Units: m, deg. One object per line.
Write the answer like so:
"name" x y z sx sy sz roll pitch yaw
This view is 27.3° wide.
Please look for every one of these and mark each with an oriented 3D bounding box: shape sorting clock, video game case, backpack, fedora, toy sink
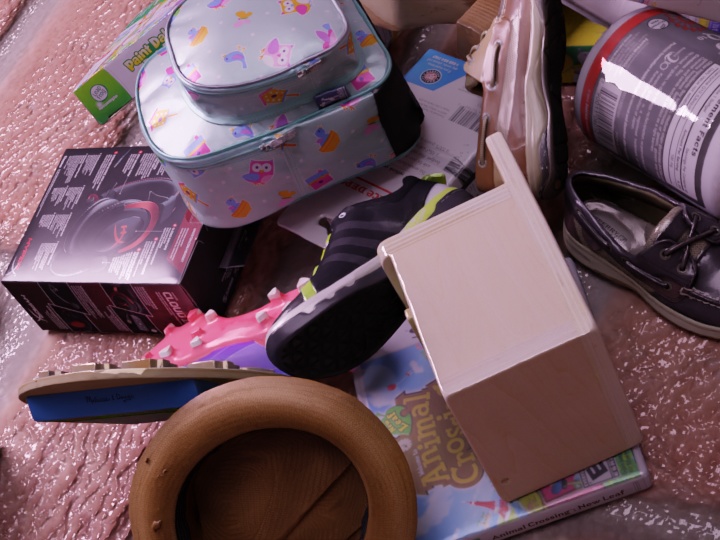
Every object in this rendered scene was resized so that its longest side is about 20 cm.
"shape sorting clock" -0.141 0.084 1.049 0.199 0.200 0.040 -7 81 21
"video game case" 0.090 0.097 1.039 0.181 0.022 0.201 -21 47 9
"backpack" -0.075 -0.137 1.136 0.199 0.153 0.176 -30 47 6
"fedora" -0.054 0.152 0.992 0.199 0.202 0.082 -15 13 14
"toy sink" 0.091 0.029 0.991 0.112 0.131 0.201 -24 46 6

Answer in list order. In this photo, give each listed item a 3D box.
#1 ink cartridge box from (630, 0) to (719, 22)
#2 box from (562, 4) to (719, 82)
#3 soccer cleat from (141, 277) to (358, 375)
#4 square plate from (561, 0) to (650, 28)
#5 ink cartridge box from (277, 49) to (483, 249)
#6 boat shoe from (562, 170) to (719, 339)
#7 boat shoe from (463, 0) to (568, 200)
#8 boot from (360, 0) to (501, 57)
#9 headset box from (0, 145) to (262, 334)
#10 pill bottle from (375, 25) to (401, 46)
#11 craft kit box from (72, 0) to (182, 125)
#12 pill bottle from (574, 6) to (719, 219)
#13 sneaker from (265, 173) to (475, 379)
"ink cartridge box" 0.196 -0.254 1.094 0.199 0.068 0.117 9 37 -23
"box" 0.210 -0.211 1.220 0.199 0.048 0.118 1 52 28
"soccer cleat" -0.089 0.065 1.124 0.199 0.077 0.067 -19 25 37
"square plate" 0.167 -0.292 1.207 0.199 0.028 0.199 29 58 7
"ink cartridge box" 0.043 -0.071 1.169 0.116 0.068 0.200 27 68 39
"boat shoe" 0.219 -0.014 1.038 0.072 0.065 0.200 -45 48 -16
"boat shoe" 0.112 -0.150 1.100 0.073 0.076 0.201 -5 73 20
"boot" 0.074 -0.259 1.233 0.201 0.071 0.144 31 59 19
"headset box" -0.177 -0.027 1.235 0.199 0.075 0.149 0 53 26
"pill bottle" -0.030 -0.222 1.301 0.200 0.112 0.112 -46 48 -14
"craft kit box" -0.148 -0.236 1.329 0.197 0.049 0.200 -30 20 24
"pill bottle" 0.258 -0.102 1.058 0.116 0.116 0.200 -42 48 -11
"sneaker" 0.000 0.000 1.052 0.200 0.072 0.083 -37 48 -25
